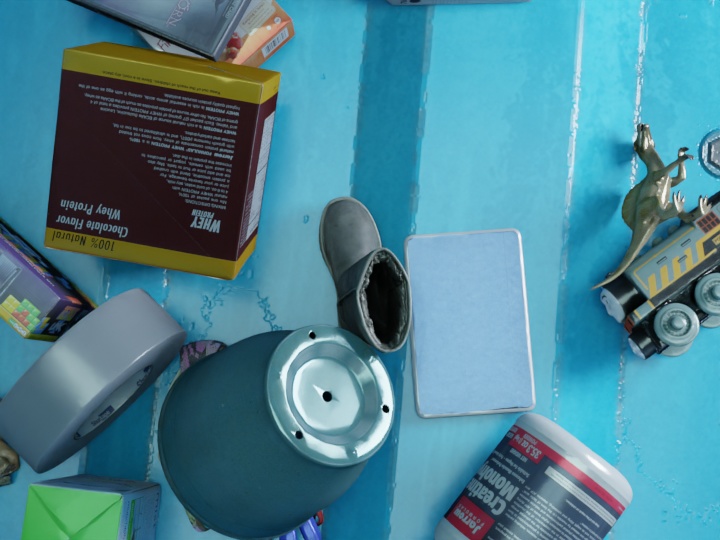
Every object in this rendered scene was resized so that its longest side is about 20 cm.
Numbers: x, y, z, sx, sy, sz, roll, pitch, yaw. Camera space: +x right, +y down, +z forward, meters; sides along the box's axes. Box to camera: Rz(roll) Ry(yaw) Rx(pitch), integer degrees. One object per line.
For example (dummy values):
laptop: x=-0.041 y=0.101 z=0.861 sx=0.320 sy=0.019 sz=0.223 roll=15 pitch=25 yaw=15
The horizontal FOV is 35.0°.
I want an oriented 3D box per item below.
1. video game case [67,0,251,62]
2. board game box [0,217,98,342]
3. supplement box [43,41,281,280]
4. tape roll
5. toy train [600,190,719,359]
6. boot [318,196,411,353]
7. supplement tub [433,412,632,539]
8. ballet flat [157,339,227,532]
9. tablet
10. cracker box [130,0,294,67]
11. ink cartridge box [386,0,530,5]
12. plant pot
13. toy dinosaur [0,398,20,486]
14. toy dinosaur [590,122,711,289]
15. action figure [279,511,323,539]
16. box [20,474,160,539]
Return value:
video game case: x=-0.204 y=-0.317 z=1.206 sx=0.200 sy=0.019 sz=0.143 roll=24 pitch=79 yaw=16
board game box: x=-0.373 y=-0.012 z=1.171 sx=0.200 sy=0.165 sz=0.057 roll=41 pitch=86 yaw=4
supplement box: x=-0.200 y=-0.115 z=1.168 sx=0.197 sy=0.133 sz=0.200 roll=10 pitch=105 yaw=1
tape roll: x=-0.268 y=0.109 z=1.140 sx=0.066 sy=0.200 sz=0.200 roll=44 pitch=86 yaw=4
toy train: x=0.353 y=0.006 z=1.212 sx=0.200 sy=0.085 sz=0.114 roll=-36 pitch=71 yaw=-1
boot: x=0.002 y=-0.001 z=1.150 sx=0.073 sy=0.200 sz=0.182 roll=-14 pitch=84 yaw=-2
supplement tub: x=0.164 y=0.258 z=1.151 sx=0.140 sy=0.140 sz=0.200 roll=38 pitch=85 yaw=4
ballet flat: x=-0.177 y=0.172 z=1.206 sx=0.071 sy=0.069 sz=0.200 roll=0 pitch=79 yaw=18
tablet: x=0.117 y=0.057 z=1.237 sx=0.130 sy=0.014 sz=0.200 roll=-4 pitch=83 yaw=0
cracker box: x=-0.188 y=-0.295 z=1.256 sx=0.134 sy=0.058 sz=0.200 roll=-43 pitch=85 yaw=-4
ink cartridge box: x=0.092 y=-0.348 z=1.271 sx=0.200 sy=0.039 sz=0.100 roll=0 pitch=84 yaw=-1
plant pot: x=-0.068 y=0.143 z=1.100 sx=0.200 sy=0.188 sz=0.200 roll=14 pitch=62 yaw=-27
toy dinosaur: x=-0.424 y=0.166 z=1.196 sx=0.200 sy=0.086 sz=0.136 roll=-17 pitch=77 yaw=-7
toy dinosaur: x=0.312 y=-0.064 z=1.210 sx=0.058 sy=0.101 sz=0.200 roll=28 pitch=68 yaw=-29
action figure: x=-0.070 y=0.263 z=1.198 sx=0.065 sy=0.052 sz=0.200 roll=-16 pitch=79 yaw=-7
box: x=-0.270 y=0.309 z=1.129 sx=0.097 sy=0.176 sz=0.200 roll=7 pitch=84 yaw=2
